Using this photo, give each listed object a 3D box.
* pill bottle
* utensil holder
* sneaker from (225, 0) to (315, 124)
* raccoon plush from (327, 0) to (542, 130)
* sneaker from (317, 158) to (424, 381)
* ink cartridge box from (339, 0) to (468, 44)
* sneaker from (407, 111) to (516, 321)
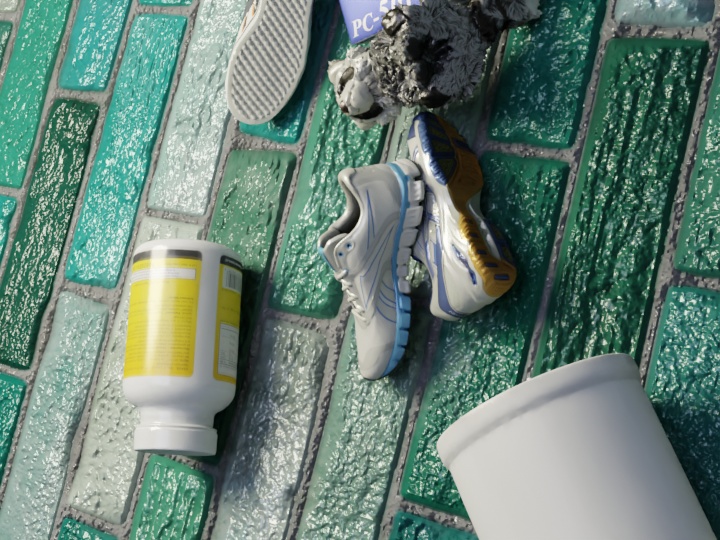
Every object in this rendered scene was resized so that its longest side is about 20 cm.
[{"bbox_3d":[-0.176,0.077,1.073,0.111,0.112,0.203,-5,75,29],"label":"pill bottle"},{"bbox_3d":[0.171,0.189,0.807,0.169,0.169,0.202,-32,65,20],"label":"utensil holder"},{"bbox_3d":[-0.087,-0.252,1.127,0.080,0.077,0.202,-114,42,-71],"label":"sneaker"},{"bbox_3d":[0.065,-0.190,1.009,0.134,0.198,0.098,-16,91,59],"label":"raccoon plush"},{"bbox_3d":[0.000,0.000,0.974,0.075,0.085,0.203,-156,67,-63],"label":"sneaker"},{"bbox_3d":[0.064,-0.292,1.024,0.198,0.044,0.095,-16,91,38],"label":"ink cartridge box"},{"bbox_3d":[0.068,-0.051,0.984,0.088,0.075,0.202,-40,51,37],"label":"sneaker"}]
